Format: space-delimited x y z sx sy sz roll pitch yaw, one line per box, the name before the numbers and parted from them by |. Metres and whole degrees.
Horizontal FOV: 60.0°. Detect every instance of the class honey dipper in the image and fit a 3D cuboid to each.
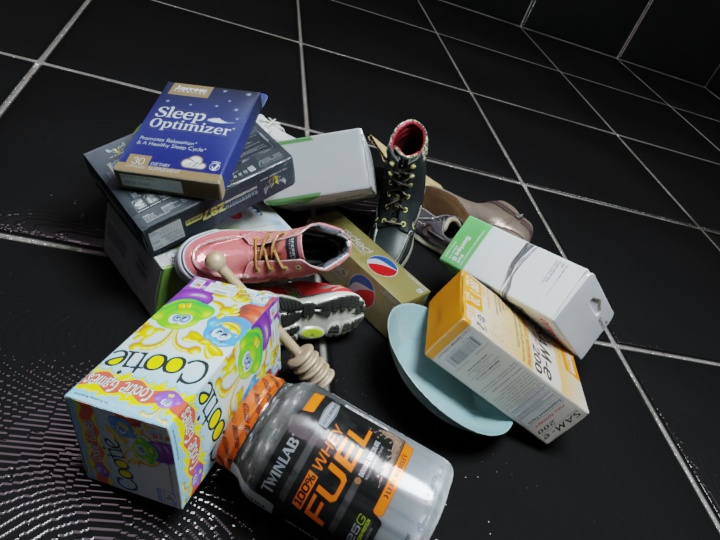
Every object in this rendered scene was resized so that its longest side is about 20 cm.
honey dipper | -0.102 0.056 0.696 0.200 0.038 0.038 52 30 -19

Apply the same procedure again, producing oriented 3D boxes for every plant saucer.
plant saucer | 0.103 0.128 0.775 0.201 0.039 0.201 31 29 -19

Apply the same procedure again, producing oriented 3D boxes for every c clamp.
c clamp | 0.039 -0.136 1.104 0.171 0.027 0.200 1 36 2

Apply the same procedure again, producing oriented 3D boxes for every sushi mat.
sushi mat | 0.098 -0.179 1.153 0.200 0.012 0.096 28 25 -36

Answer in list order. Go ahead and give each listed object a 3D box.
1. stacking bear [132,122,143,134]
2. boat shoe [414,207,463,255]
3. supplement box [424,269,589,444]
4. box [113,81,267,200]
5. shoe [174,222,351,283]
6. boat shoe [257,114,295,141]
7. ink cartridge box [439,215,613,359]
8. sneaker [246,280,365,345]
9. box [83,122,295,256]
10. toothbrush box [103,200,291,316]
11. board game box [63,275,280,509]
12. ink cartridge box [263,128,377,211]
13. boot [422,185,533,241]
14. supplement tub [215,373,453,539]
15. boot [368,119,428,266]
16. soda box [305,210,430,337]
stacking bear | -0.285 -0.154 0.886 0.121 0.114 0.200 20 32 -4
boat shoe | 0.146 -0.062 1.047 0.072 0.065 0.200 -14 46 -36
supplement box | 0.181 0.106 0.786 0.200 0.074 0.126 37 27 -11
box | -0.193 -0.168 0.740 0.121 0.032 0.200 8 50 5
shoe | -0.107 -0.022 0.727 0.200 0.091 0.072 -3 80 -41
boat shoe | -0.163 -0.227 1.044 0.200 0.066 0.072 18 20 34
ink cartridge box | 0.230 0.022 0.871 0.200 0.084 0.146 33 -5 44
sneaker | -0.095 0.049 0.790 0.200 0.077 0.085 2 20 -28
box | -0.204 -0.122 0.754 0.200 0.051 0.158 -32 59 -24
toothbrush box | -0.205 -0.036 0.811 0.200 0.086 0.146 -14 49 -42
board game box | -0.167 0.107 0.608 0.103 0.105 0.200 12 33 15
ink cartridge box | -0.055 -0.140 0.911 0.146 0.084 0.200 -9 3 4
boot | 0.217 -0.099 1.132 0.200 0.070 0.146 46 43 15
supplement tub | -0.025 0.187 0.584 0.200 0.123 0.123 28 36 8
boot | 0.055 -0.110 0.944 0.073 0.154 0.204 13 61 10
soda box | 0.000 0.000 0.888 0.064 0.068 0.200 -21 54 -43
